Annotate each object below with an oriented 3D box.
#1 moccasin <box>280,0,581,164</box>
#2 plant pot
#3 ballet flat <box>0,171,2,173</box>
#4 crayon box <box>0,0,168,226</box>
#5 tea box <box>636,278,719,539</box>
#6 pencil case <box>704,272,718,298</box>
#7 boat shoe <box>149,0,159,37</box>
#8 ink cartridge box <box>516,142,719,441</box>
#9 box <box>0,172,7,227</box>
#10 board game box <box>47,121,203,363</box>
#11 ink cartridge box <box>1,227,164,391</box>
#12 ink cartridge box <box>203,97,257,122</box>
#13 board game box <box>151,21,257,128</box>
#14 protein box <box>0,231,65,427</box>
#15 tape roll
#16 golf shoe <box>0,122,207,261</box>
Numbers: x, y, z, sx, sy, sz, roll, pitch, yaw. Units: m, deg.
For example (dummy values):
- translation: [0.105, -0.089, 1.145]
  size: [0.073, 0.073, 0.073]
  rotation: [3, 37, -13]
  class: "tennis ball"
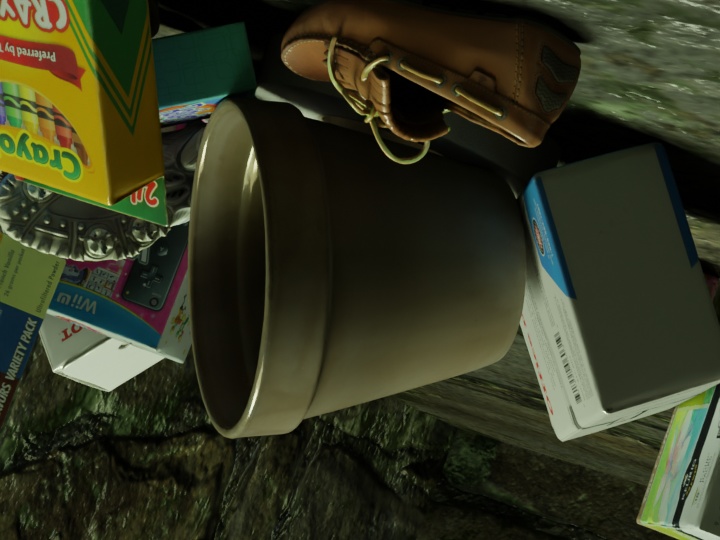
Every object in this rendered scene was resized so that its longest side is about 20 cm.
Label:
- translation: [0.029, -0.100, 1.283]
  size: [0.201, 0.078, 0.074]
  rotation: [16, 172, 41]
  class: "moccasin"
- translation: [0.000, 0.000, 1.453]
  size: [0.173, 0.201, 0.200]
  rotation: [1, 180, -17]
  class: "plant pot"
- translation: [-0.188, -0.096, 1.609]
  size: [0.199, 0.068, 0.068]
  rotation: [-21, -173, -1]
  class: "ballet flat"
- translation: [-0.173, -0.118, 1.332]
  size: [0.127, 0.201, 0.051]
  rotation: [17, -146, 34]
  class: "crayon box"
- translation: [0.274, 0.085, 1.467]
  size: [0.133, 0.201, 0.197]
  rotation: [20, 173, -1]
  class: "tea box"
- translation: [0.160, 0.012, 1.763]
  size: [0.199, 0.088, 0.087]
  rotation: [21, 174, 12]
  class: "pencil case"
- translation: [-0.160, -0.156, 1.494]
  size: [0.072, 0.072, 0.200]
  rotation: [20, 170, -1]
  class: "boat shoe"
- translation: [0.149, 0.017, 1.471]
  size: [0.084, 0.147, 0.200]
  rotation: [-16, 173, -5]
  class: "ink cartridge box"
- translation: [-0.328, -0.147, 1.671]
  size: [0.200, 0.167, 0.164]
  rotation: [27, 172, -37]
  class: "box"
- translation: [-0.167, -0.051, 1.784]
  size: [0.147, 0.201, 0.064]
  rotation: [19, 175, 17]
  class: "board game box"
- translation: [-0.192, -0.028, 1.885]
  size: [0.083, 0.146, 0.201]
  rotation: [31, -148, -60]
  class: "ink cartridge box"
- translation: [-0.047, -0.084, 1.647]
  size: [0.200, 0.037, 0.095]
  rotation: [33, -175, 39]
  class: "ink cartridge box"
- translation: [-0.166, -0.106, 1.495]
  size: [0.199, 0.045, 0.152]
  rotation: [-12, 180, -4]
  class: "board game box"
- translation: [-0.347, 0.010, 1.680]
  size: [0.199, 0.136, 0.198]
  rotation: [24, 174, -28]
  class: "protein box"
- translation: [0.029, -0.094, 1.531]
  size: [0.202, 0.037, 0.203]
  rotation: [21, 173, 3]
  class: "tape roll"
- translation: [-0.151, -0.051, 1.550]
  size: [0.199, 0.079, 0.097]
  rotation: [-11, -174, -32]
  class: "golf shoe"
